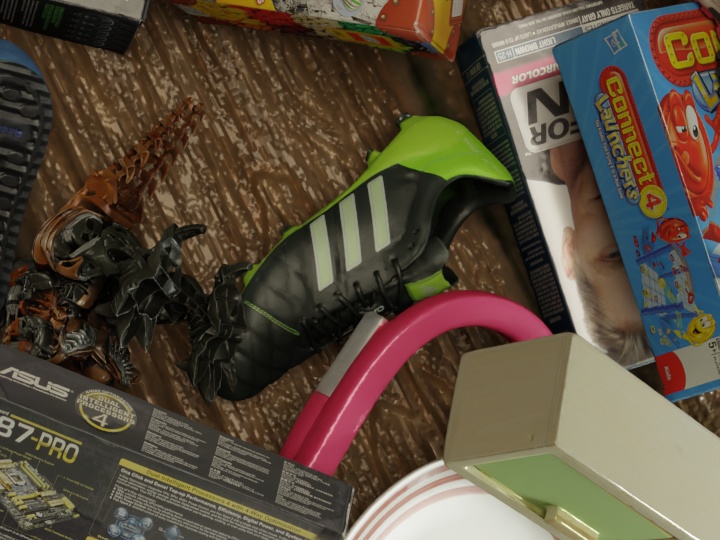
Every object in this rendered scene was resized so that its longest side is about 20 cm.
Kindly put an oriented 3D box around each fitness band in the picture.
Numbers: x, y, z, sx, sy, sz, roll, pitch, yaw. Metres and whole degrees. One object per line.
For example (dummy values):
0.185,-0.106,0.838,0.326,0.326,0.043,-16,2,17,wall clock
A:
0.033,0.104,1.399,0.143,0.037,0.200,35,83,-28,fitness band

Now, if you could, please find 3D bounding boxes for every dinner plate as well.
0.052,0.189,1.396,0.199,0.024,0.201,-7,105,-28,dinner plate

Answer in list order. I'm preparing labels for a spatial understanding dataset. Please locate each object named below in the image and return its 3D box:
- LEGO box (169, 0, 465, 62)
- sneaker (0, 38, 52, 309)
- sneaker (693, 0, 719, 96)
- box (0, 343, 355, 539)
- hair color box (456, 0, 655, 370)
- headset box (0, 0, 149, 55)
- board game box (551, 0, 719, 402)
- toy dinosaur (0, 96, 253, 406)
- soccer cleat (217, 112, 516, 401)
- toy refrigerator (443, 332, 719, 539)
-0.010,-0.222,1.376,0.148,0.077,0.201,9,85,17,LEGO box
-0.217,-0.026,1.390,0.066,0.078,0.201,18,99,-23,sneaker
0.221,-0.146,1.367,0.080,0.075,0.201,-14,84,-46,sneaker
-0.124,0.143,1.341,0.199,0.049,0.162,21,124,-6,box
0.133,-0.046,1.449,0.100,0.061,0.201,-18,87,-12,hair color box
-0.183,-0.223,1.396,0.199,0.093,0.175,14,82,-9,headset box
0.212,-0.048,1.415,0.200,0.056,0.197,-15,86,-47,board game box
-0.136,0.004,1.370,0.102,0.135,0.201,3,102,-50,toy dinosaur
0.000,0.000,1.409,0.081,0.068,0.200,37,76,27,soccer cleat
0.136,0.110,1.368,0.200,0.076,0.070,35,56,-39,toy refrigerator
